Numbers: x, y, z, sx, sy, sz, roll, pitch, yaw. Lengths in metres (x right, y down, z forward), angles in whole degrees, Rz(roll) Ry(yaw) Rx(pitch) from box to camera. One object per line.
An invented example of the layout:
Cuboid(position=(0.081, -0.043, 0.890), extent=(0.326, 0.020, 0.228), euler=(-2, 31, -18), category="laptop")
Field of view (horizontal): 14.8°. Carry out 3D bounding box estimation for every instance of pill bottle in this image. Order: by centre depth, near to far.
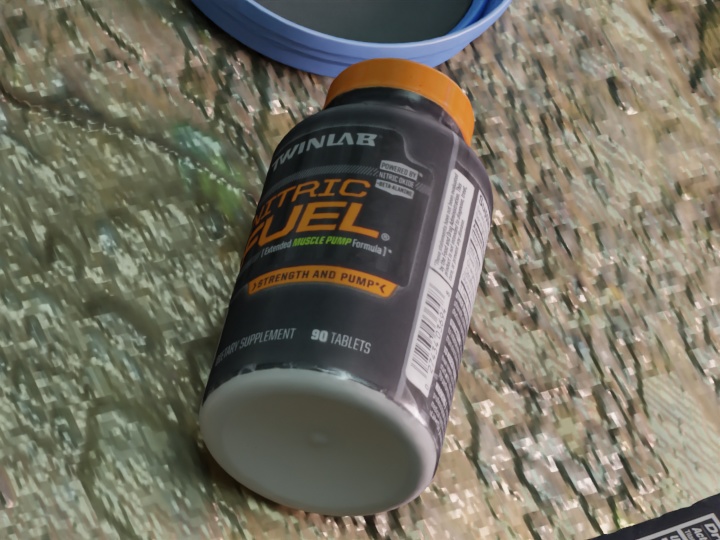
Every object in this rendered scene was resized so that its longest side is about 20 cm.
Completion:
Cuboid(position=(0.000, 0.000, 1.224), extent=(0.106, 0.106, 0.201), euler=(20, 51, -8), category="pill bottle")

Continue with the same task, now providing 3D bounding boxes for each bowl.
Cuboid(position=(-0.014, -0.180, 1.384), extent=(0.200, 0.039, 0.201), euler=(11, 54, -16), category="bowl")

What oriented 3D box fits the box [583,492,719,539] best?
Cuboid(position=(0.103, 0.220, 1.091), extent=(0.198, 0.124, 0.200), euler=(-14, 56, -28), category="box")
